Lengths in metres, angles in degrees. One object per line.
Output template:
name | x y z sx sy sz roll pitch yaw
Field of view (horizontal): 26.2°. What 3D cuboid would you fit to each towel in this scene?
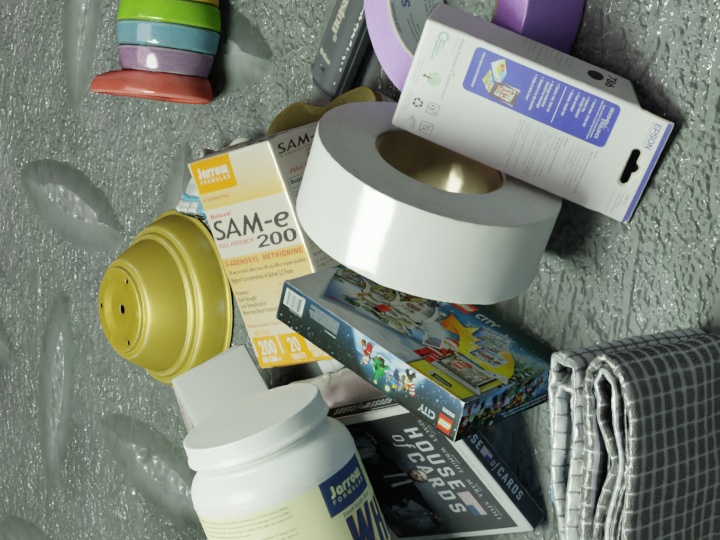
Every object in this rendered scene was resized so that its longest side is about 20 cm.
towel | 0.208 0.146 1.065 0.085 0.165 0.202 2 96 46

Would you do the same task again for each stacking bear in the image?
stacking bear | -0.194 -0.275 1.568 0.113 0.121 0.202 9 95 53

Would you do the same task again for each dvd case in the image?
dvd case | 0.044 0.170 1.324 0.151 0.025 0.199 51 145 -16

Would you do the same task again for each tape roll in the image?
tape roll | 0.088 -0.231 1.244 0.199 0.065 0.202 11 105 50
tape roll | 0.052 -0.056 1.205 0.202 0.201 0.071 43 127 40

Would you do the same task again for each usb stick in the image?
usb stick | 0.003 -0.243 1.376 0.056 0.032 0.201 50 132 35

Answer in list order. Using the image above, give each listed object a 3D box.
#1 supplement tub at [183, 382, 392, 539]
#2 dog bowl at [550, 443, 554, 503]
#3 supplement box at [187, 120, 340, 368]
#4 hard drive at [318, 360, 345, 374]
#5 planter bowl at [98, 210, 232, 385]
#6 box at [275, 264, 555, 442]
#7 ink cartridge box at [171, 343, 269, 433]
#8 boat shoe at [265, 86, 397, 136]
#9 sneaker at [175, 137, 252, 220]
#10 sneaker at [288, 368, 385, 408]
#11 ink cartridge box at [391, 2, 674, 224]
supplement tub | -0.055 0.211 1.293 0.145 0.145 0.201 -7 108 52
dog bowl | 0.180 0.199 1.157 0.049 0.111 0.202 -3 93 18
supplement box | -0.062 -0.021 1.374 0.126 0.073 0.201 -10 102 49
hard drive | 0.000 0.000 1.408 0.200 0.027 0.133 -39 73 47
planter bowl | -0.226 0.038 1.666 0.200 0.083 0.202 10 102 50
box | 0.049 0.056 1.249 0.199 0.136 0.038 33 121 33
ink cartridge box | -0.097 0.194 1.480 0.201 0.084 0.146 57 165 30
boat shoe | -0.023 -0.119 1.410 0.200 0.063 0.074 -16 62 54
sneaker | -0.107 -0.086 1.512 0.199 0.075 0.087 10 87 45
sneaker | 0.009 0.100 1.391 0.199 0.075 0.089 3 96 41
ink cartridge box | 0.130 -0.118 1.169 0.199 0.039 0.100 25 127 5
